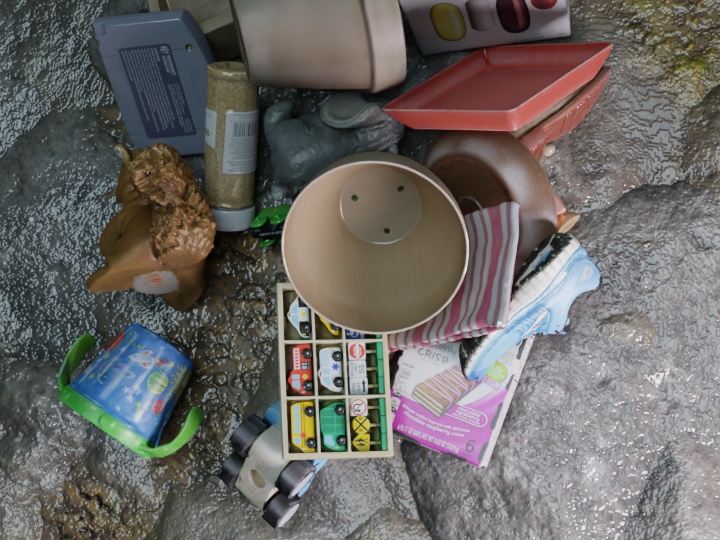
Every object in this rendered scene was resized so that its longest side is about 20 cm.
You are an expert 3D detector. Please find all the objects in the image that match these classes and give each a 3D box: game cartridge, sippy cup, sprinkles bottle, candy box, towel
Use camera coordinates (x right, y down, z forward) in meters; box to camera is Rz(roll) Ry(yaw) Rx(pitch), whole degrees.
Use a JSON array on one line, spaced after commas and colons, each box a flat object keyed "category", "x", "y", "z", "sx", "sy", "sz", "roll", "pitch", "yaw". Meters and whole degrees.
[{"category": "game cartridge", "x": -0.240, "y": -0.230, "z": 1.607, "sx": 0.133, "sy": 0.200, "sz": 0.041, "roll": -1, "pitch": 42, "yaw": 13}, {"category": "sippy cup", "x": -0.276, "y": 0.140, "z": 1.579, "sx": 0.178, "sy": 0.140, "sz": 0.130, "roll": 37, "pitch": 79, "yaw": -9}, {"category": "sprinkles bottle", "x": -0.158, "y": -0.151, "z": 1.584, "sx": 0.068, "sy": 0.068, "sz": 0.201, "roll": 10, "pitch": 110, "yaw": 15}, {"category": "candy box", "x": 0.116, "y": 0.114, "z": 1.517, "sx": 0.136, "sy": 0.061, "sz": 0.200, "roll": 19, "pitch": 85, "yaw": 14}, {"category": "towel", "x": 0.097, "y": 0.009, "z": 1.459, "sx": 0.200, "sy": 0.030, "sz": 0.147, "roll": -16, "pitch": 61, "yaw": 49}]

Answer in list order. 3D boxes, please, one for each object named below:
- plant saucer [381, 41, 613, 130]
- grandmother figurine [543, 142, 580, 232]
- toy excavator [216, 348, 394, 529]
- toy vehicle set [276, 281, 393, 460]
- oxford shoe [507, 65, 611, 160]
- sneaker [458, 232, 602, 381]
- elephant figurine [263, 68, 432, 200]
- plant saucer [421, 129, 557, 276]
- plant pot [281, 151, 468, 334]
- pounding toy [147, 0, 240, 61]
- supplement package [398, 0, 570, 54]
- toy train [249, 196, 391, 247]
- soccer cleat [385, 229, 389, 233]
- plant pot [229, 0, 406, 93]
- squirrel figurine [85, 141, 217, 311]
[{"category": "plant saucer", "x": 0.160, "y": -0.208, "z": 1.487, "sx": 0.199, "sy": 0.200, "sz": 0.037, "roll": 7, "pitch": 123, "yaw": 45}, {"category": "grandmother figurine", "x": 0.178, "y": -0.125, "z": 1.545, "sx": 0.121, "sy": 0.061, "sz": 0.200, "roll": -31, "pitch": 75, "yaw": -22}, {"category": "toy excavator", "x": -0.056, "y": 0.178, "z": 1.533, "sx": 0.100, "sy": 0.200, "sz": 0.195, "roll": 38, "pitch": 135, "yaw": 15}, {"category": "toy vehicle set", "x": -0.030, "y": 0.113, "z": 1.470, "sx": 0.124, "sy": 0.027, "sz": 0.201, "roll": -2, "pitch": 77, "yaw": -7}, {"category": "oxford shoe", "x": 0.215, "y": -0.191, "z": 1.515, "sx": 0.074, "sy": 0.071, "sz": 0.200, "roll": 43, "pitch": 65, "yaw": 17}, {"category": "sneaker", "x": 0.190, "y": 0.056, "z": 1.439, "sx": 0.090, "sy": 0.078, "sz": 0.200, "roll": 39, "pitch": 106, "yaw": -15}, {"category": "elephant figurine", "x": -0.007, "y": -0.165, "z": 1.553, "sx": 0.200, "sy": 0.141, "sz": 0.156, "roll": -16, "pitch": 75, "yaw": 13}, {"category": "plant saucer", "x": 0.135, "y": -0.070, "z": 1.494, "sx": 0.200, "sy": 0.037, "sz": 0.201, "roll": 21, "pitch": 122, "yaw": 38}, {"category": "plant pot", "x": 0.020, "y": -0.048, "z": 1.433, "sx": 0.200, "sy": 0.135, "sz": 0.201, "roll": 2, "pitch": 114, "yaw": 4}, {"category": "pounding toy", "x": -0.163, "y": -0.382, "z": 1.647, "sx": 0.184, "sy": 0.142, "sz": 0.201, "roll": -18, "pitch": 77, "yaw": 21}, {"category": "supplement package", "x": 0.141, "y": -0.369, "z": 1.516, "sx": 0.191, "sy": 0.200, "sz": 0.147, "roll": -6, "pitch": 73, "yaw": 13}, {"category": "toy train", "x": -0.045, "y": -0.065, "z": 1.566, "sx": 0.200, "sy": 0.056, "sz": 0.042, "roll": -7, "pitch": 120, "yaw": 30}, {"category": "soccer cleat", "x": 0.000, "y": 0.000, "z": 1.552, "sx": 0.068, "sy": 0.085, "sz": 0.200, "roll": 19, "pitch": 86, "yaw": 16}, {"category": "plant pot", "x": -0.056, "y": -0.288, "z": 1.490, "sx": 0.173, "sy": 0.200, "sz": 0.200, "roll": -14, "pitch": 77, "yaw": -5}, {"category": "squirrel figurine", "x": -0.244, "y": -0.077, "z": 1.582, "sx": 0.200, "sy": 0.141, "sz": 0.187, "roll": -42, "pitch": 46, "yaw": 48}]
